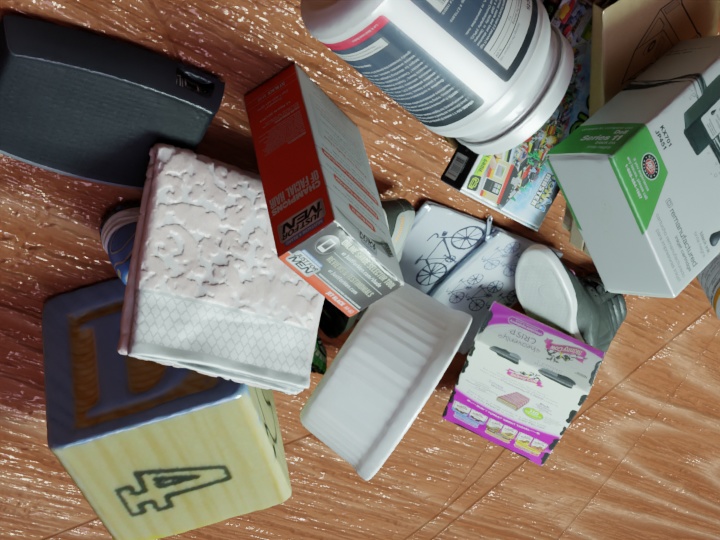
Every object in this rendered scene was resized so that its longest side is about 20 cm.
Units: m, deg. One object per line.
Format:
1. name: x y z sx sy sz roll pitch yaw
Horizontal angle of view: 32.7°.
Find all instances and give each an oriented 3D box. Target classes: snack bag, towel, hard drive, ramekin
1. snack bag: 0.093 0.012 1.338 0.199 0.021 0.189 19 128 -34
2. towel: -0.113 0.002 1.099 0.199 0.192 0.032 16 167 -36
3. hard drive: -0.228 -0.135 1.056 0.199 0.042 0.135 14 131 -30
4. ramekin: 0.022 0.106 1.262 0.097 0.201 0.201 33 127 2

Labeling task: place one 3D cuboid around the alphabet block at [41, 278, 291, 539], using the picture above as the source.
1. alphabet block: -0.196 0.133 1.249 0.195 0.196 0.200 -15 140 1

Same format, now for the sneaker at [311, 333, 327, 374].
1. sneaker: -0.065 0.046 1.242 0.078 0.086 0.200 18 159 14

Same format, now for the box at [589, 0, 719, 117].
1. box: 0.267 -0.197 1.111 0.163 0.021 0.201 -37 144 -22

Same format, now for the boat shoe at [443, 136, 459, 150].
1. boat shoe: 0.123 -0.123 1.165 0.074 0.067 0.200 -39 134 24

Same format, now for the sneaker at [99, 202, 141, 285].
1. sneaker: -0.146 -0.025 1.178 0.199 0.077 0.076 -11 137 -11

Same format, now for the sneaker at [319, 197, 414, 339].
1. sneaker: 0.000 0.000 1.260 0.079 0.074 0.200 -22 156 -38

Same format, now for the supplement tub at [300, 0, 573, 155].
1. supplement tub: 0.063 -0.198 0.990 0.200 0.141 0.140 34 119 -31

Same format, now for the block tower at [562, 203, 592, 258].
1. block tower: 0.271 -0.087 1.150 0.200 0.054 0.058 -31 142 -30

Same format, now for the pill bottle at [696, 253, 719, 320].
1. pill bottle: 0.415 0.000 1.293 0.110 0.201 0.111 -9 139 -8

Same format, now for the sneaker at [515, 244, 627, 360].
1. sneaker: 0.234 0.022 1.353 0.070 0.099 0.200 10 143 40

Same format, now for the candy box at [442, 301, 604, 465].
1. candy box: 0.181 0.132 1.394 0.136 0.061 0.200 25 149 7

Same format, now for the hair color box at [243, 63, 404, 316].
1. hair color box: -0.034 -0.072 1.069 0.064 0.201 0.111 -31 136 17

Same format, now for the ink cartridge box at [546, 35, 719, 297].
1. ink cartridge box: 0.274 -0.093 1.058 0.200 0.083 0.147 -41 114 -25

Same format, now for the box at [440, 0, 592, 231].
1. box: 0.164 -0.147 1.112 0.110 0.035 0.201 22 99 -37
